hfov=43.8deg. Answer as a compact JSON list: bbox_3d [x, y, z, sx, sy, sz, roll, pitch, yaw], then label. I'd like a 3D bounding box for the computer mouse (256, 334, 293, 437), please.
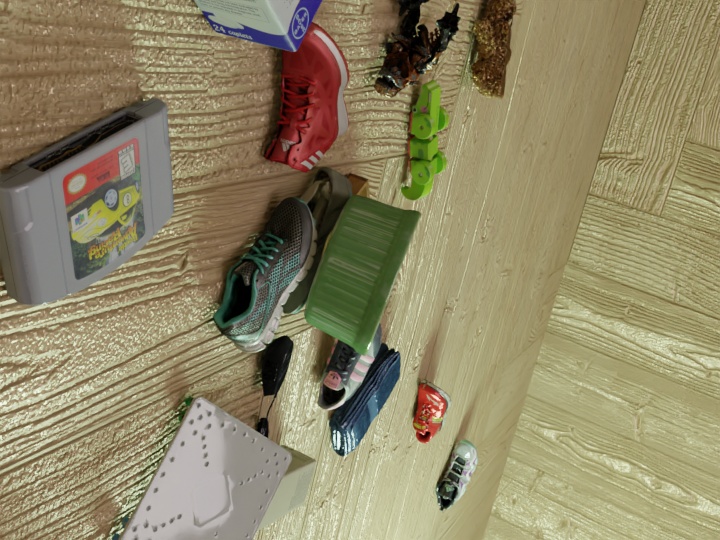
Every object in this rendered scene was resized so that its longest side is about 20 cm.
[{"bbox_3d":[-0.134,0.178,1.274,0.059,0.033,0.203,-59,167,-67],"label":"computer mouse"}]

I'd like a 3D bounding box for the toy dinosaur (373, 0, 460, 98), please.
[{"bbox_3d":[0.081,-0.327,1.291,0.137,0.100,0.202,109,-1,-47],"label":"toy dinosaur"}]

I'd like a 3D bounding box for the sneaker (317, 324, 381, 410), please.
[{"bbox_3d":[-0.020,0.146,1.416,0.082,0.069,0.202,-44,156,-45],"label":"sneaker"}]

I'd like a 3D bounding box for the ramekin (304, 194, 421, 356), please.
[{"bbox_3d":[0.000,0.000,1.181,0.200,0.096,0.203,22,89,-88],"label":"ramekin"}]

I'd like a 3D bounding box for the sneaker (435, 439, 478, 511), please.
[{"bbox_3d":[0.256,0.571,2.440,0.140,0.077,0.204,-34,139,-56],"label":"sneaker"}]

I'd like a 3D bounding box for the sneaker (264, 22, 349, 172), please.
[{"bbox_3d":[-0.068,-0.188,1.046,0.117,0.077,0.201,-61,155,-23],"label":"sneaker"}]

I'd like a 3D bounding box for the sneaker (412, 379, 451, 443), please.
[{"bbox_3d":[0.152,0.323,1.997,0.085,0.076,0.202,-48,150,-30],"label":"sneaker"}]

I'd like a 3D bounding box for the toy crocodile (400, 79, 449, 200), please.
[{"bbox_3d":[0.103,-0.208,1.457,0.067,0.061,0.203,-41,140,-48],"label":"toy crocodile"}]

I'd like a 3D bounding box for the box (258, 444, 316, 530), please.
[{"bbox_3d":[-0.144,0.322,1.312,0.199,0.067,0.084,0,108,-66],"label":"box"}]

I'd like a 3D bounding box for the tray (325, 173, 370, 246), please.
[{"bbox_3d":[-0.020,-0.036,1.339,0.099,0.036,0.202,-54,154,-34],"label":"tray"}]

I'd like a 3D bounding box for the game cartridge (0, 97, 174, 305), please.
[{"bbox_3d":[-0.241,-0.059,0.809,0.200,0.040,0.135,-45,151,-46],"label":"game cartridge"}]

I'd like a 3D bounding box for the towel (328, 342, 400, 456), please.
[{"bbox_3d":[0.013,0.237,1.631,0.201,0.048,0.113,-54,154,-34],"label":"towel"}]

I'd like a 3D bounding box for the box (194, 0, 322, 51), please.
[{"bbox_3d":[-0.092,-0.341,0.821,0.187,0.103,0.200,-65,157,-13],"label":"box"}]

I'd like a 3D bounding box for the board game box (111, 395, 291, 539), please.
[{"bbox_3d":[-0.195,0.286,1.132,0.200,0.026,0.203,42,68,-43],"label":"board game box"}]

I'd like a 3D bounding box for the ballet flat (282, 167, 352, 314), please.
[{"bbox_3d":[-0.076,-0.044,1.190,0.063,0.067,0.203,32,77,-39],"label":"ballet flat"}]

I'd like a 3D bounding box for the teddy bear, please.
[{"bbox_3d":[0.234,-0.410,1.590,0.145,0.065,0.204,-47,144,-61],"label":"teddy bear"}]

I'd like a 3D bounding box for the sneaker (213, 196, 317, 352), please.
[{"bbox_3d":[-0.118,0.001,1.098,0.091,0.076,0.203,31,79,-63],"label":"sneaker"}]
